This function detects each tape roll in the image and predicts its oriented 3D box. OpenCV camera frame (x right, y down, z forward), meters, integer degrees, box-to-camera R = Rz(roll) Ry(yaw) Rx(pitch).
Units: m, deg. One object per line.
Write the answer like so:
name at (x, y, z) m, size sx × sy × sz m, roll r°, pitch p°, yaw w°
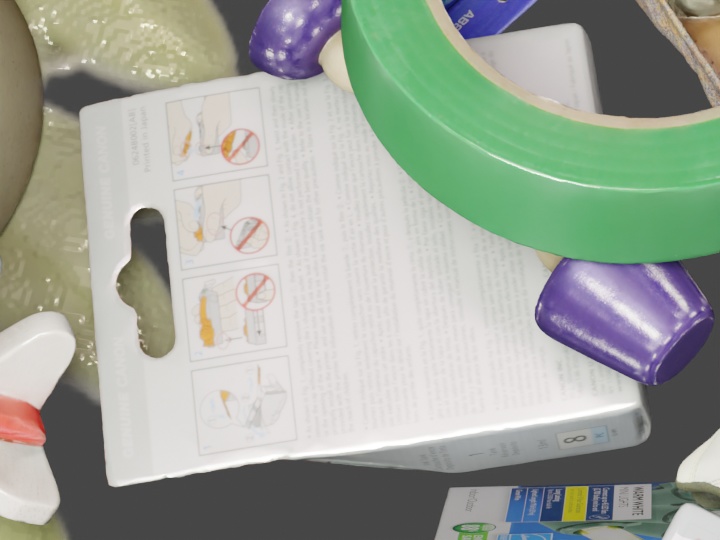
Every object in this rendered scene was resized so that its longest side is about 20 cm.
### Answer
tape roll at (0.093, -0.098, 1.062) m, size 0.200 × 0.048 × 0.201 m, roll 1°, pitch 57°, yaw -1°

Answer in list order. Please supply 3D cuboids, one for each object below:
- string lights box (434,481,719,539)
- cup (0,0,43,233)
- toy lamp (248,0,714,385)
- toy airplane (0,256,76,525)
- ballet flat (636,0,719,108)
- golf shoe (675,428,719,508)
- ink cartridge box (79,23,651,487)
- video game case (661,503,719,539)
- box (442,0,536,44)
string lights box at (0.127, 0.111, 1.027) m, size 0.200 × 0.103 × 0.059 m, roll -2°, pitch 100°, yaw 6°
cup at (-0.233, -0.086, 1.136) m, size 0.200 × 0.143 × 0.201 m, roll -2°, pitch 67°, yaw 5°
toy lamp at (0.045, -0.033, 1.081) m, size 0.058 × 0.058 × 0.200 m, roll -43°, pitch 66°, yaw -11°
toy airplane at (-0.196, 0.051, 1.046) m, size 0.199 × 0.200 × 0.141 m, roll -14°, pitch 31°, yaw 8°
ballet flat at (0.148, -0.102, 1.137) m, size 0.068 × 0.067 × 0.200 m, roll -27°, pitch 67°, yaw -5°
golf shoe at (0.160, 0.125, 0.907) m, size 0.097 × 0.078 × 0.200 m, roll -24°, pitch 61°, yaw 15°
ink cartridge box at (0.000, 0.000, 1.128) m, size 0.200 × 0.047 × 0.160 m, roll -9°, pitch 68°, yaw 6°
video game case at (0.135, 0.197, 0.920) m, size 0.182 × 0.023 × 0.200 m, roll 26°, pitch 74°, yaw 15°
box at (0.001, -0.171, 1.187) m, size 0.119 × 0.041 × 0.200 m, roll -44°, pitch 61°, yaw -12°
